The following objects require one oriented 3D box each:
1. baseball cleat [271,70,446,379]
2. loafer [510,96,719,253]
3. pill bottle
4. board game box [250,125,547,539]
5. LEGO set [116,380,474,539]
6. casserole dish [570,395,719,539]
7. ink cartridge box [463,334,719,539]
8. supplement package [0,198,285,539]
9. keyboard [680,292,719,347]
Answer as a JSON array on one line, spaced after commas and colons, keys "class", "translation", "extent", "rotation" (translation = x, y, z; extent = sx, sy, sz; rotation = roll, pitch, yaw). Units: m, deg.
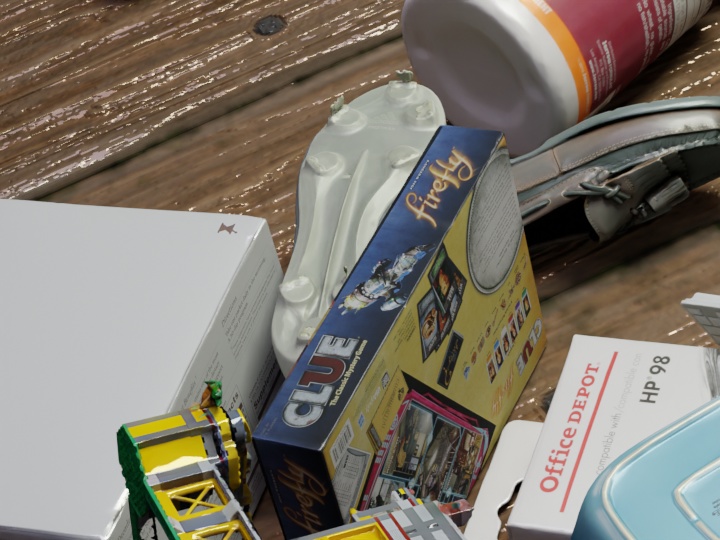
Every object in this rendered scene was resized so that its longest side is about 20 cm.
[{"class": "baseball cleat", "translation": [0.000, 0.000, 1.108], "extent": [0.070, 0.107, 0.200], "rotation": [6, 46, 17]}, {"class": "loafer", "translation": [0.102, -0.030, 1.153], "extent": [0.200, 0.072, 0.063], "rotation": [-15, 60, 11]}, {"class": "pill bottle", "translation": [0.126, -0.160, 1.240], "extent": [0.114, 0.114, 0.200], "rotation": [26, 56, 37]}, {"class": "board game box", "translation": [0.023, 0.051, 1.025], "extent": [0.035, 0.136, 0.200], "rotation": [9, 46, 26]}, {"class": "LEGO set", "translation": [-0.017, 0.142, 0.906], "extent": [0.116, 0.200, 0.154], "rotation": [-13, 23, -18]}, {"class": "casserole dish", "translation": [0.174, 0.087, 0.913], "extent": [0.200, 0.039, 0.121], "rotation": [-29, 44, -12]}, {"class": "ink cartridge box", "translation": [0.137, 0.095, 0.992], "extent": [0.200, 0.067, 0.116], "rotation": [5, 46, 21]}, {"class": "supplement package", "translation": [-0.134, 0.076, 1.064], "extent": [0.156, 0.111, 0.200], "rotation": [5, 44, 21]}, {"class": "keyboard", "translation": [0.227, 0.038, 0.995], "extent": [0.200, 0.056, 0.011], "rotation": [9, 57, 49]}]
